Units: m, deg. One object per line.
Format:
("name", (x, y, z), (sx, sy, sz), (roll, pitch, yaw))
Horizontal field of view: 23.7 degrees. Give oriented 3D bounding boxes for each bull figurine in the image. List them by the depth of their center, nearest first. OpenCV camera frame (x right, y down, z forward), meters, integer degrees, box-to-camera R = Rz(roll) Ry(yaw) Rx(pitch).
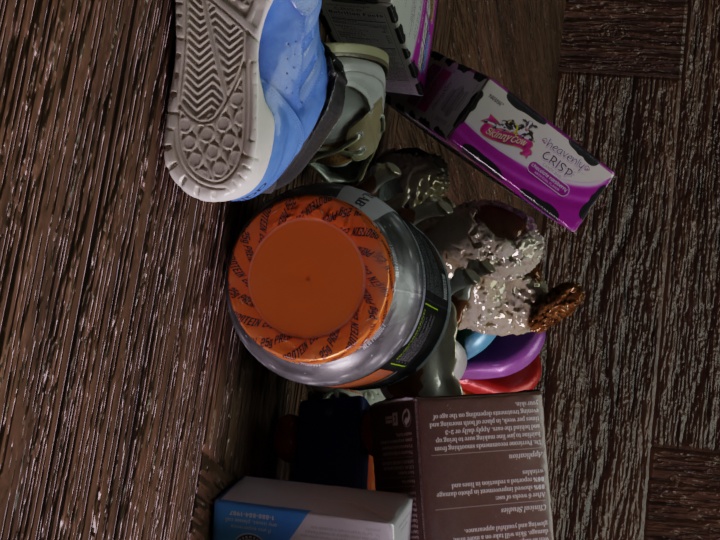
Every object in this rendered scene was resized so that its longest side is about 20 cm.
("bull figurine", (0.034, 0.021, 1.218), (0.065, 0.200, 0.122), (12, 124, -50))

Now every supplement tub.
("supplement tub", (-0.013, 0.012, 1.072), (0.200, 0.122, 0.123), (30, 65, -79))

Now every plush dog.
("plush dog", (0.091, 0.006, 1.456), (0.171, 0.200, 0.161), (19, 102, -38))

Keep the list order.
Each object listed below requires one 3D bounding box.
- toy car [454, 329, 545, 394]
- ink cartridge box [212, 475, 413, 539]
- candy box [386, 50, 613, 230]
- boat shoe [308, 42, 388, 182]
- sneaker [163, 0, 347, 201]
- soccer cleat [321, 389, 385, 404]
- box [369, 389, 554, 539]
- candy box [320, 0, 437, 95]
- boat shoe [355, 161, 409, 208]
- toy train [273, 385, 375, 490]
("toy car", (0.103, 0.069, 1.652), (0.201, 0.149, 0.176), (83, 16, -49))
("ink cartridge box", (-0.034, 0.239, 1.077), (0.068, 0.115, 0.201), (-31, 126, -76))
("candy box", (0.110, -0.113, 1.417), (0.061, 0.136, 0.200), (-54, -159, 3))
("boat shoe", (-0.014, -0.104, 1.143), (0.200, 0.074, 0.069), (34, 56, -79))
("sneaker", (-0.049, -0.137, 0.923), (0.111, 0.076, 0.201), (-10, 108, -73))
("soccer cleat", (-0.002, 0.110, 1.335), (0.200, 0.069, 0.078), (-73, 150, -53))
("box", (0.070, 0.181, 1.120), (0.075, 0.100, 0.201), (161, -73, -63))
("candy box", (0.018, -0.229, 1.296), (0.200, 0.061, 0.137), (59, 37, -74))
("boat shoe", (0.001, 0.002, 1.339), (0.074, 0.064, 0.203), (51, 35, -47))
("toy train", (-0.002, 0.125, 1.219), (0.116, 0.084, 0.201), (40, 48, -58))
